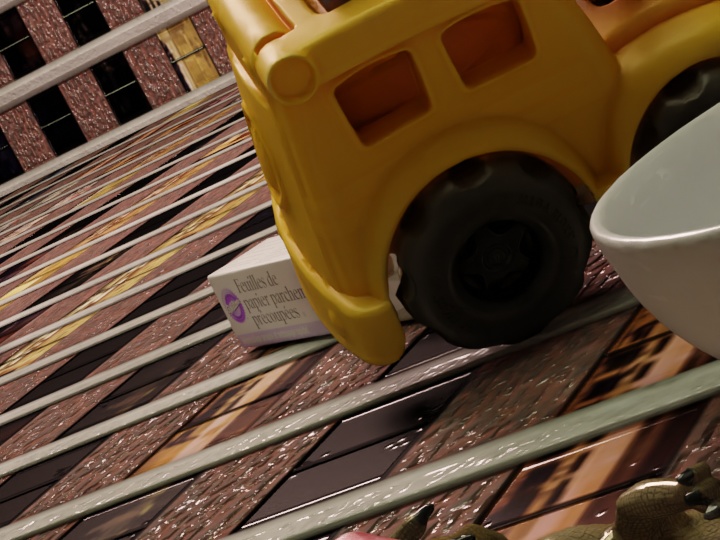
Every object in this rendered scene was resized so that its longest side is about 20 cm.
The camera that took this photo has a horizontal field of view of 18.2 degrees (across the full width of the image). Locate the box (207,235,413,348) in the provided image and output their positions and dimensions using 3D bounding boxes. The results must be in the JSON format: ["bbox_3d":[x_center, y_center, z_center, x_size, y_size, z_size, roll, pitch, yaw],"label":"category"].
[{"bbox_3d":[0.000,0.000,0.949,0.041,0.039,0.200,-32,10,-29],"label":"box"}]

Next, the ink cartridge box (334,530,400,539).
[{"bbox_3d":[-0.001,0.102,0.222,0.145,0.084,0.200,-31,9,-20],"label":"ink cartridge box"}]

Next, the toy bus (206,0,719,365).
[{"bbox_3d":[0.043,-0.096,0.776,0.200,0.192,0.136,-26,30,-4],"label":"toy bus"}]

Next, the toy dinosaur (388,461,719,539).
[{"bbox_3d":[0.030,0.072,0.456,0.199,0.058,0.101,-19,-5,5],"label":"toy dinosaur"}]

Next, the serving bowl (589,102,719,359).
[{"bbox_3d":[0.158,-0.027,0.538,0.200,0.066,0.200,-28,8,4],"label":"serving bowl"}]
